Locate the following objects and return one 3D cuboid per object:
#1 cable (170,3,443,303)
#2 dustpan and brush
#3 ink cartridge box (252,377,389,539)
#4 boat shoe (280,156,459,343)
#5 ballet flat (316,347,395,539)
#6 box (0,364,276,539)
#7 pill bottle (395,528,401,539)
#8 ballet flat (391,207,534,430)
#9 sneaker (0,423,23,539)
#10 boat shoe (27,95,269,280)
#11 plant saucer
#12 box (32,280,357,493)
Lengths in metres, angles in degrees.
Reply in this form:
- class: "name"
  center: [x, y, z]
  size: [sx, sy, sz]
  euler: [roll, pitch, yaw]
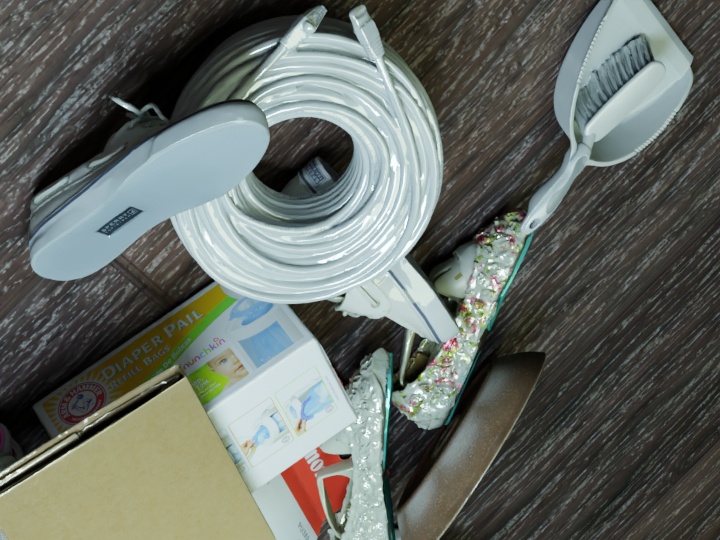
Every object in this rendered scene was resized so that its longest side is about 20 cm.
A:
- class: "cable"
  center: [-0.042, -0.078, 1.498]
  size: [0.199, 0.069, 0.201]
  euler: [-31, 117, 7]
- class: "dustpan and brush"
  center: [0.183, -0.114, 1.680]
  size: [0.200, 0.057, 0.139]
  euler: [-46, 137, 2]
- class: "ink cartridge box"
  center: [-0.070, 0.191, 1.734]
  size: [0.199, 0.047, 0.161]
  euler: [-35, 136, -8]
- class: "boat shoe"
  center: [0.000, 0.000, 1.623]
  size: [0.070, 0.071, 0.200]
  euler: [-39, 130, 6]
- class: "ballet flat"
  center: [-0.004, 0.155, 1.719]
  size: [0.071, 0.072, 0.202]
  euler: [-17, 124, -25]
- class: "box"
  center: [-0.159, 0.174, 1.513]
  size: [0.163, 0.021, 0.201]
  euler: [-32, 135, -8]
- class: "pill bottle"
  center: [0.019, 0.333, 1.863]
  size: [0.109, 0.110, 0.201]
  euler: [4, 119, -38]
- class: "ballet flat"
  center: [0.074, 0.035, 1.713]
  size: [0.063, 0.076, 0.201]
  euler: [20, 106, -10]
- class: "sneaker"
  center: [-0.271, 0.158, 1.536]
  size: [0.088, 0.081, 0.200]
  euler: [-39, 137, -3]
- class: "boat shoe"
  center: [-0.146, -0.076, 1.429]
  size: [0.201, 0.087, 0.074]
  euler: [-33, 144, 30]
- class: "plant saucer"
  center: [0.081, 0.142, 1.730]
  size: [0.201, 0.036, 0.200]
  euler: [-57, 180, 0]
- class: "box"
  center: [-0.122, 0.105, 1.582]
  size: [0.199, 0.113, 0.102]
  euler: [-35, 136, -8]
